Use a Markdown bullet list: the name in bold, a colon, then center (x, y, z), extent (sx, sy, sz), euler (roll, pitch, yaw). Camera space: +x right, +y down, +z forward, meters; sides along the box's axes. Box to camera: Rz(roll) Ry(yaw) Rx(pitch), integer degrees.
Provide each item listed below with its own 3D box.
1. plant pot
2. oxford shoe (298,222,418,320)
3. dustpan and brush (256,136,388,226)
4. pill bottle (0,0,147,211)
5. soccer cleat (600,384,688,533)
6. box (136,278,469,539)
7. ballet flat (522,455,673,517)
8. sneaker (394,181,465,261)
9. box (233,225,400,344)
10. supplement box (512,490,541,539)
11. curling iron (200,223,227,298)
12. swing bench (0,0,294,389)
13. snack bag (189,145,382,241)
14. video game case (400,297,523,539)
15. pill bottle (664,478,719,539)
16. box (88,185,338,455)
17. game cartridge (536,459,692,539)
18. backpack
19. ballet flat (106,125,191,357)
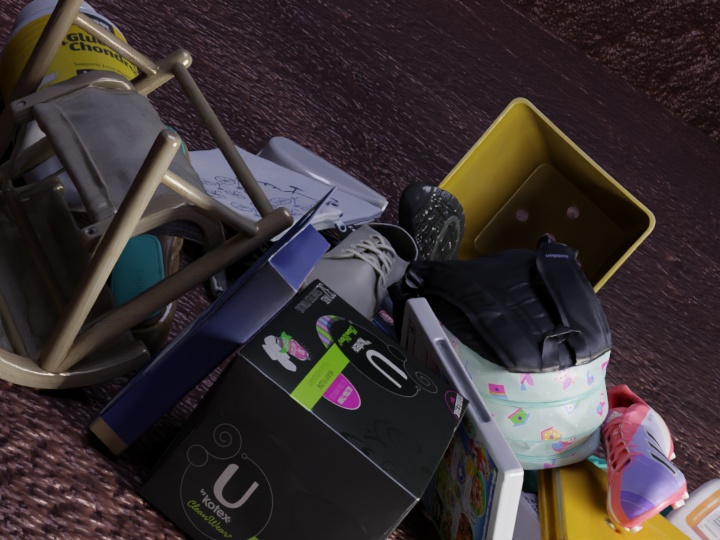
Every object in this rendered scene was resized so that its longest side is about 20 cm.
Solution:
- **plant pot**: center (0.191, -0.040, 1.816), extent (0.200, 0.200, 0.176), euler (43, 8, 12)
- **oxford shoe**: center (0.000, 0.000, 1.405), extent (0.075, 0.058, 0.200), euler (43, 22, 4)
- **dustpan and brush**: center (-0.064, -0.077, 1.627), extent (0.139, 0.058, 0.200), euler (32, 11, 12)
- **pill bottle**: center (-0.232, -0.144, 1.348), extent (0.111, 0.112, 0.201), euler (27, 23, -33)
- **soccer cleat**: center (0.213, 0.146, 1.311), extent (0.077, 0.066, 0.200), euler (58, 14, -3)
- **box**: center (-0.032, 0.116, 1.118), extent (0.148, 0.125, 0.200), euler (38, 18, 2)
- **ballet flat**: center (0.209, 0.192, 1.498), extent (0.199, 0.068, 0.070), euler (25, 9, -41)
- **sneaker**: center (0.054, -0.021, 1.605), extent (0.090, 0.076, 0.201), euler (28, -24, 26)
- **box**: center (0.003, 0.034, 1.494), extent (0.200, 0.050, 0.198), euler (44, 20, 12)
- **supplement box**: center (0.189, 0.240, 1.354), extent (0.199, 0.061, 0.109), euler (14, 31, -54)
- **curling iron**: center (-0.120, -0.032, 1.435), extent (0.049, 0.026, 0.200), euler (26, 22, -17)
- **swing bench**: center (-0.185, -0.049, 1.111), extent (0.129, 0.200, 0.199), euler (33, 18, -47)
- **snack bag**: center (-0.094, -0.074, 1.463), extent (0.187, 0.022, 0.199), euler (23, 18, 27)
- **video game case**: center (0.068, 0.137, 1.257), extent (0.018, 0.144, 0.201), euler (-7, 39, -18)
- **pill bottle**: center (0.343, 0.289, 1.453), extent (0.200, 0.112, 0.112), euler (48, 20, 21)
- **box**: center (-0.085, 0.030, 1.088), extent (0.032, 0.200, 0.121), euler (45, 17, -4)
- **game cartridge**: center (0.222, 0.234, 1.294), extent (0.200, 0.032, 0.177), euler (39, 19, -9)
- **backpack**: center (0.127, 0.066, 1.348), extent (0.165, 0.128, 0.200), euler (-15, 30, -15)
- **ballet flat**: center (-0.156, -0.015, 1.226), extent (0.067, 0.073, 0.201), euler (-2, 50, -4)
